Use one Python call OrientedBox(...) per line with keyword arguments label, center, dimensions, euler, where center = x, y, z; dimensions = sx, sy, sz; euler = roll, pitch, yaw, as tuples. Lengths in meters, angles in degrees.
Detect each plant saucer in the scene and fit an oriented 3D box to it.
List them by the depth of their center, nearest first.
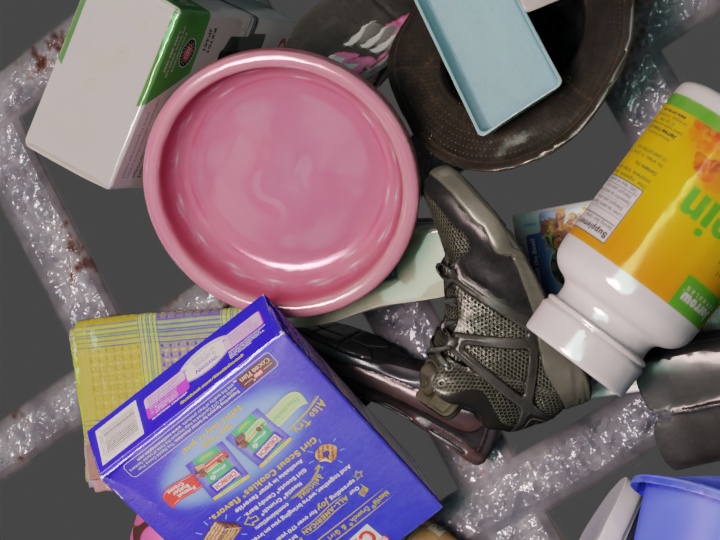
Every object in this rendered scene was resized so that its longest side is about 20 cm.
OrientedBox(label="plant saucer", center=(0.078, -0.189, 1.378), dimensions=(0.070, 0.019, 0.200), euler=(-33, 61, 19))
OrientedBox(label="plant saucer", center=(-0.054, -0.066, 1.404), dimensions=(0.200, 0.051, 0.201), euler=(3, 112, 8))

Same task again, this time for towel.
OrientedBox(label="towel", center=(-0.148, 0.103, 1.583), dimensions=(0.200, 0.023, 0.144), euler=(-7, 89, 25))

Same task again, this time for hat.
OrientedBox(label="hat", center=(0.123, -0.157, 1.401), dimensions=(0.201, 0.081, 0.201), euler=(-10, 71, 29))

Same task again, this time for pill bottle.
OrientedBox(label="pill bottle", center=(0.204, -0.018, 1.319), dimensions=(0.111, 0.111, 0.200), euler=(37, 93, 19))

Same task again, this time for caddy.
OrientedBox(label="caddy", center=(0.271, 0.192, 1.311), dimensions=(0.200, 0.141, 0.105), euler=(17, 79, 16))

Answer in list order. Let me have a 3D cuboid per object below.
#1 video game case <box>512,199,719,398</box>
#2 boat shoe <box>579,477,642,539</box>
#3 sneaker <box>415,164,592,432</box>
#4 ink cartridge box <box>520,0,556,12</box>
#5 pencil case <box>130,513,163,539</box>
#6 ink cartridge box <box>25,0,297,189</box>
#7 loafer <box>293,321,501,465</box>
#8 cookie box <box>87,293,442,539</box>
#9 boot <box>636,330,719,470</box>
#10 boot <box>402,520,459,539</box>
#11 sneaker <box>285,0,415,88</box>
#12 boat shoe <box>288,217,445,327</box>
OrientedBox(label="video game case", center=(0.214, 0.013, 1.406), dimensions=(0.200, 0.018, 0.143), euler=(-9, 89, 25))
OrientedBox(label="boat shoe", center=(0.173, 0.244, 1.379), dimensions=(0.066, 0.070, 0.200), euler=(27, 61, -2))
OrientedBox(label="sneaker", center=(0.074, 0.029, 1.384), dimensions=(0.114, 0.076, 0.199), euler=(-28, 102, -4))
OrientedBox(label="ink cartridge box", center=(0.181, -0.272, 1.331), dimensions=(0.200, 0.067, 0.116), euler=(-22, 56, 6))
OrientedBox(label="pencil case", center=(-0.111, 0.156, 1.507), dimensions=(0.094, 0.091, 0.200), euler=(39, 121, 43))
OrientedBox(label="ink cartridge box", center=(-0.145, -0.143, 1.473), dimensions=(0.083, 0.200, 0.147), euler=(28, 105, 19))
OrientedBox(label="loafer", center=(0.015, 0.089, 1.479), dimensions=(0.200, 0.072, 0.063), euler=(19, 105, 21))
OrientedBox(label="cookie box", center=(-0.069, 0.146, 1.425), dimensions=(0.171, 0.075, 0.200), euler=(-38, 117, 5))
OrientedBox(label="boot", center=(0.302, 0.114, 1.334), dimensions=(0.200, 0.066, 0.165), euler=(-12, 94, 23))
OrientedBox(label="boot", center=(0.081, 0.292, 1.458), dimensions=(0.200, 0.066, 0.175), euler=(30, 105, 20))
OrientedBox(label="sneaker", center=(-0.027, -0.137, 1.488), dimensions=(0.200, 0.086, 0.080), euler=(-37, 59, 2))
OrientedBox(label="boat shoe", center=(0.000, -0.001, 1.480), dimensions=(0.201, 0.072, 0.070), euler=(-7, 98, 19))
